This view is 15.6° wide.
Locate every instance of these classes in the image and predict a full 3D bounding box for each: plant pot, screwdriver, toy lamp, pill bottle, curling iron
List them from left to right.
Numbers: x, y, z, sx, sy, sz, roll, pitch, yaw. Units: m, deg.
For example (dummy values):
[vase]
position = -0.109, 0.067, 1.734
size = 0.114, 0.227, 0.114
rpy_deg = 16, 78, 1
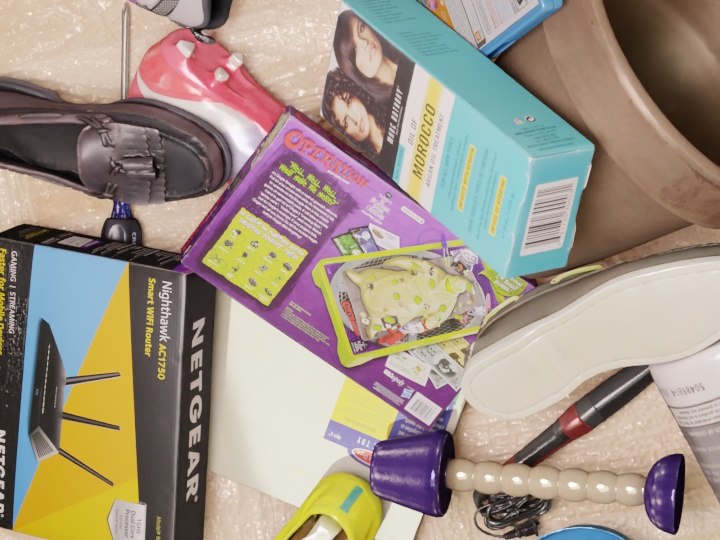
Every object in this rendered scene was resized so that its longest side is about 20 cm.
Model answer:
[screwdriver]
position = -0.153, -0.074, 1.730
size = 0.029, 0.028, 0.202
rpy_deg = 4, 96, -21
[toy lamp]
position = 0.105, 0.135, 1.668
size = 0.198, 0.058, 0.059
rpy_deg = 6, 101, 15
[curling iron]
position = 0.150, 0.101, 1.704
size = 0.050, 0.026, 0.200
rpy_deg = 41, 100, -21
[plant pot]
position = 0.145, -0.083, 1.601
size = 0.174, 0.200, 0.201
rpy_deg = -38, 92, 31
[pill bottle]
position = 0.272, 0.118, 1.635
size = 0.113, 0.114, 0.201
rpy_deg = -27, 99, 13

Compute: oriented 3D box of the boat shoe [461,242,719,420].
[boat shoe]
position = 0.150, 0.026, 1.599
size = 0.201, 0.061, 0.072
rpy_deg = -25, 122, 26

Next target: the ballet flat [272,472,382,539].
[ballet flat]
position = -0.053, 0.216, 1.721
size = 0.067, 0.067, 0.201
rpy_deg = 34, 114, 1

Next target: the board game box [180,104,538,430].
[board game box]
position = 0.000, 0.000, 1.655
size = 0.199, 0.032, 0.120
rpy_deg = 35, 108, -16

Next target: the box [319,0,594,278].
[box]
position = 0.053, -0.083, 1.545
size = 0.200, 0.049, 0.083
rpy_deg = 43, 133, 42

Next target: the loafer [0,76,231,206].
[loafer]
position = -0.180, -0.075, 1.685
size = 0.199, 0.063, 0.072
rpy_deg = 13, 121, 25

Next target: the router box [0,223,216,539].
[router box]
position = -0.172, 0.080, 1.718
size = 0.148, 0.051, 0.202
rpy_deg = 10, 107, 23

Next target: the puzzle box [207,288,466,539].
[puzzle box]
position = -0.034, 0.088, 1.733
size = 0.199, 0.025, 0.134
rpy_deg = 22, 103, 5

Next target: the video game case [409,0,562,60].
[video game case]
position = 0.044, -0.187, 1.588
size = 0.018, 0.200, 0.144
rpy_deg = -15, 80, -31

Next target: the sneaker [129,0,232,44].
[sneaker]
position = -0.072, -0.237, 1.647
size = 0.139, 0.078, 0.201
rpy_deg = 33, 108, 13

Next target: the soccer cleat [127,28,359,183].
[soccer cleat]
position = -0.065, -0.073, 1.697
size = 0.200, 0.067, 0.076
rpy_deg = 43, 128, -2

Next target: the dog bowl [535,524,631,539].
[dog bowl]
position = 0.173, 0.252, 1.713
size = 0.111, 0.050, 0.201
rpy_deg = -36, 92, 14
